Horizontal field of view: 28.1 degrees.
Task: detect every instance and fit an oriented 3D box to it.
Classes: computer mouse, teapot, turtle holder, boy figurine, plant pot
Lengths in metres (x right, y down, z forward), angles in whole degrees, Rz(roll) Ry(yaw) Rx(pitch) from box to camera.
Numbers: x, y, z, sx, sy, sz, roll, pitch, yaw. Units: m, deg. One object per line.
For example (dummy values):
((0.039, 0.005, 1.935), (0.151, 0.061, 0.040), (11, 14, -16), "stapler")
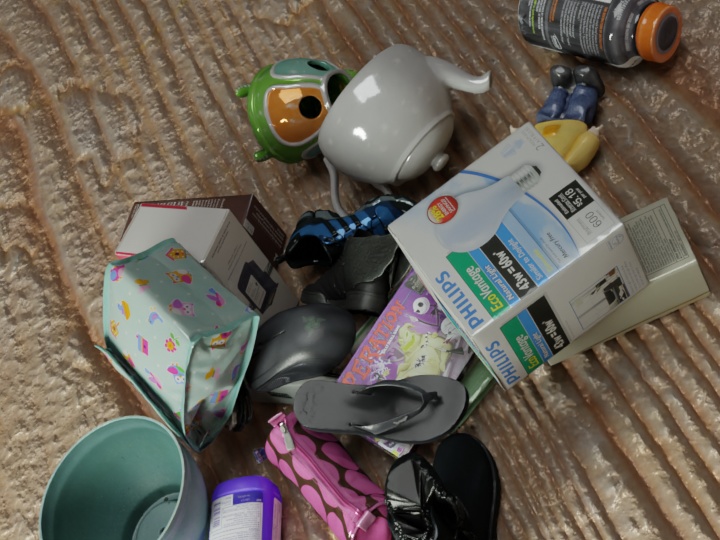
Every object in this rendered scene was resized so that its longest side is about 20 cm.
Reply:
((-0.096, 0.096, 1.696), (0.199, 0.053, 0.139), (-26, 49, 27), "computer mouse")
((0.049, -0.177, 1.842), (0.146, 0.200, 0.197), (42, 59, 9), "teapot")
((-0.065, -0.218, 1.948), (0.131, 0.185, 0.142), (-15, 75, 33), "turtle holder")
((0.235, -0.159, 1.778), (0.123, 0.065, 0.201), (8, 59, 31), "boy figurine")
((-0.256, 0.289, 1.687), (0.199, 0.134, 0.202), (-15, 54, 22), "plant pot")

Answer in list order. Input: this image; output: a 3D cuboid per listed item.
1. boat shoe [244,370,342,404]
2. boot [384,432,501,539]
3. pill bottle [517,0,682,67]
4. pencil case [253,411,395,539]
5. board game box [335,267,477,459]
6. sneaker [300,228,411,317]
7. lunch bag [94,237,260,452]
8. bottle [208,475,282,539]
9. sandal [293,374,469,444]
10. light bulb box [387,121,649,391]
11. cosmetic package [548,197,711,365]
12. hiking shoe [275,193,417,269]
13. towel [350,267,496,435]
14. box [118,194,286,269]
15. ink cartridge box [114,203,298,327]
((-0.071, 0.125, 1.744), (0.199, 0.071, 0.064), (4, 61, 34), "boat shoe")
((0.086, 0.229, 1.512), (0.076, 0.168, 0.201), (-15, 51, 20), "boot")
((0.305, -0.317, 1.821), (0.199, 0.106, 0.107), (23, 71, 39), "pill bottle")
((-0.031, 0.240, 1.621), (0.091, 0.094, 0.200), (-37, 48, -15), "pencil case")
((0.057, 0.108, 1.658), (0.119, 0.032, 0.201), (29, 75, 21), "board game box")
((-0.003, -0.001, 1.750), (0.199, 0.060, 0.105), (5, 83, 59), "sneaker")
((-0.219, 0.095, 1.675), (0.121, 0.201, 0.170), (-23, 52, -39), "lunch bag")
((-0.133, 0.335, 1.631), (0.083, 0.065, 0.201), (-16, 51, 20), "bottle")
((0.022, 0.154, 1.607), (0.198, 0.043, 0.077), (-3, 70, 7), "sandal")
((0.170, -0.017, 1.570), (0.199, 0.125, 0.199), (-37, 49, 0), "light bulb box")
((0.279, 0.013, 1.621), (0.199, 0.073, 0.104), (-25, 49, 13), "cosmetic package")
((-0.007, -0.037, 1.812), (0.199, 0.075, 0.087), (-11, 31, 35), "hiking shoe")
((0.089, 0.088, 1.712), (0.153, 0.023, 0.200), (-48, 49, -8), "towel")
((-0.211, -0.043, 1.925), (0.198, 0.100, 0.075), (0, 58, 29), "box")
((-0.189, 0.011, 1.807), (0.144, 0.200, 0.085), (5, 57, 33), "ink cartridge box")
